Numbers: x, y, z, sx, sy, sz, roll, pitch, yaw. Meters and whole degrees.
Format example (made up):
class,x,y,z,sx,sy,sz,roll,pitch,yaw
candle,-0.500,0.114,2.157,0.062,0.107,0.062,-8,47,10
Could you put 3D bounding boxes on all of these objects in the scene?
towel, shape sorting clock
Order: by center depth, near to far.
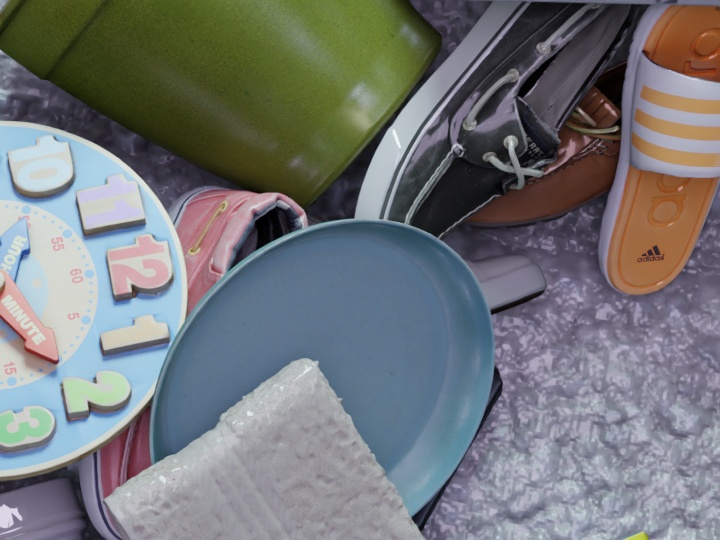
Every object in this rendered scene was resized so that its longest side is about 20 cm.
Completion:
class,x,y,z,sx,sy,sz,roll,pitch,yaw
shape sorting clock,-0.188,0.012,1.516,0.200,0.039,0.200,2,64,-5
towel,-0.031,0.154,1.520,0.132,0.034,0.200,-36,116,-12

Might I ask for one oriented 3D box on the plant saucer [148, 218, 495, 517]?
class,x,y,z,sx,sy,sz,roll,pitch,yaw
plant saucer,-0.023,0.061,1.531,0.200,0.027,0.200,-14,121,-25

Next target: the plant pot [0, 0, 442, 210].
class,x,y,z,sx,sy,sz,roll,pitch,yaw
plant pot,-0.067,-0.136,1.597,0.193,0.200,0.200,41,84,-5

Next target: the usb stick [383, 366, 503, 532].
class,x,y,z,sx,sy,sz,roll,pitch,yaw
usb stick,0.013,0.122,1.610,0.055,0.033,0.200,33,66,-4

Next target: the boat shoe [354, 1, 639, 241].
class,x,y,z,sx,sy,sz,roll,pitch,yaw
boat shoe,0.071,-0.078,1.560,0.064,0.071,0.200,34,89,36

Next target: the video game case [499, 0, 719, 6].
class,x,y,z,sx,sy,sz,roll,pitch,yaw
video game case,0.108,-0.216,1.561,0.182,0.023,0.200,0,50,-13

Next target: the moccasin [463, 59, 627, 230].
class,x,y,z,sx,sy,sz,roll,pitch,yaw
moccasin,0.128,-0.082,1.631,0.201,0.074,0.078,-19,129,-2

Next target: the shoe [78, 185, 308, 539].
class,x,y,z,sx,sy,sz,roll,pitch,yaw
shoe,-0.085,0.051,1.553,0.071,0.091,0.200,21,81,-28

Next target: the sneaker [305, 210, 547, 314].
class,x,y,z,sx,sy,sz,roll,pitch,yaw
sneaker,0.000,0.000,1.630,0.200,0.073,0.085,-10,86,0

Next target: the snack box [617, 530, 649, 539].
class,x,y,z,sx,sy,sz,roll,pitch,yaw
snack box,0.110,0.263,1.603,0.168,0.068,0.200,-20,82,-2

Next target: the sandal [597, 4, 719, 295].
class,x,y,z,sx,sy,sz,roll,pitch,yaw
sandal,0.180,-0.059,1.590,0.079,0.207,0.059,-8,39,-20

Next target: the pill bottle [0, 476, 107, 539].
class,x,y,z,sx,sy,sz,roll,pitch,yaw
pill bottle,-0.161,0.216,1.585,0.109,0.109,0.200,-18,84,-3
